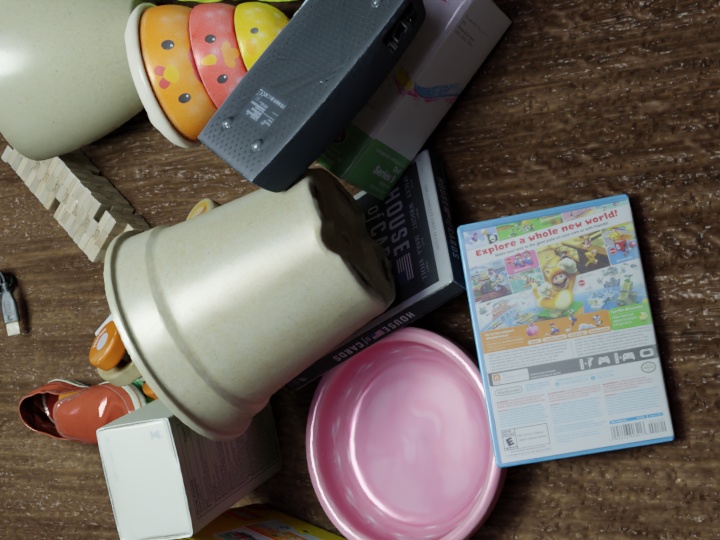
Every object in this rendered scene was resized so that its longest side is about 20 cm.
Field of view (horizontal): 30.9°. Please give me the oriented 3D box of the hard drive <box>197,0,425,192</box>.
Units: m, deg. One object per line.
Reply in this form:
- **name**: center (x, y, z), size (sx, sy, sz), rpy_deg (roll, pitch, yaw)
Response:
- **hard drive**: center (-0.038, -0.158, 1.060), size (0.200, 0.042, 0.135), rpy_deg (-50, 35, -1)

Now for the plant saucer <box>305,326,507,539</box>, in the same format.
- **plant saucer**: center (0.045, 0.150, 1.133), size (0.200, 0.051, 0.201), rpy_deg (-4, 83, 35)

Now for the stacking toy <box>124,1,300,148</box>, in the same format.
- **stacking toy**: center (-0.110, -0.212, 1.243), size (0.200, 0.146, 0.147), rpy_deg (-17, 76, 15)

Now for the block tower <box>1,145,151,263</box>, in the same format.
- **block tower**: center (-0.302, -0.082, 1.388), size (0.200, 0.054, 0.058), rpy_deg (43, 108, 29)

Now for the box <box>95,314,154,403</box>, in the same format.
- **box**: center (-0.169, 0.053, 1.296), size (0.200, 0.036, 0.144), rpy_deg (-47, 62, 23)

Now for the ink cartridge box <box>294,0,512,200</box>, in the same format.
- **ink cartridge box**: center (0.013, -0.187, 1.147), size (0.145, 0.087, 0.200), rpy_deg (39, 99, 29)

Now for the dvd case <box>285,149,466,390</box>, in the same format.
- **dvd case**: center (0.000, 0.000, 1.162), size (0.200, 0.025, 0.151), rpy_deg (-33, 47, 28)

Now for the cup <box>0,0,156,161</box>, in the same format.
- **cup**: center (-0.276, -0.220, 1.312), size (0.143, 0.200, 0.201), rpy_deg (-7, 81, 13)

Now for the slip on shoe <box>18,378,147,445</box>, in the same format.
- **slip on shoe**: center (-0.280, 0.149, 1.326), size (0.200, 0.061, 0.074), rpy_deg (3, 105, 44)

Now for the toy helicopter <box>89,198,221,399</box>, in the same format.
- **toy helicopter**: center (-0.192, 0.019, 1.251), size (0.200, 0.079, 0.132), rpy_deg (-59, 27, -4)

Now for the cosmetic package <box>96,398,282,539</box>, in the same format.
- **cosmetic package**: center (-0.145, 0.160, 1.157), size (0.073, 0.200, 0.104), rpy_deg (-10, 93, 21)

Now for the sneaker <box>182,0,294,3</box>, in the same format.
- **sneaker**: center (-0.120, -0.305, 1.263), size (0.199, 0.074, 0.084), rpy_deg (4, 115, 27)

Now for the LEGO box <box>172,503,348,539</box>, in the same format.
- **LEGO box**: center (-0.068, 0.277, 1.138), size (0.200, 0.149, 0.077), rpy_deg (14, 96, 35)

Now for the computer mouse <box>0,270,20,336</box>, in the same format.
- **computer mouse**: center (-0.428, 0.096, 1.468), size (0.140, 0.046, 0.201), rpy_deg (-15, 72, 28)

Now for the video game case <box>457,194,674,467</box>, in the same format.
- **video game case**: center (0.164, 0.049, 1.051), size (0.143, 0.018, 0.201), rpy_deg (-11, 79, 11)

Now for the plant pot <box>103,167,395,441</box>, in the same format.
- **plant pot**: center (-0.080, 0.013, 1.091), size (0.183, 0.200, 0.201), rpy_deg (-30, 70, 16)
